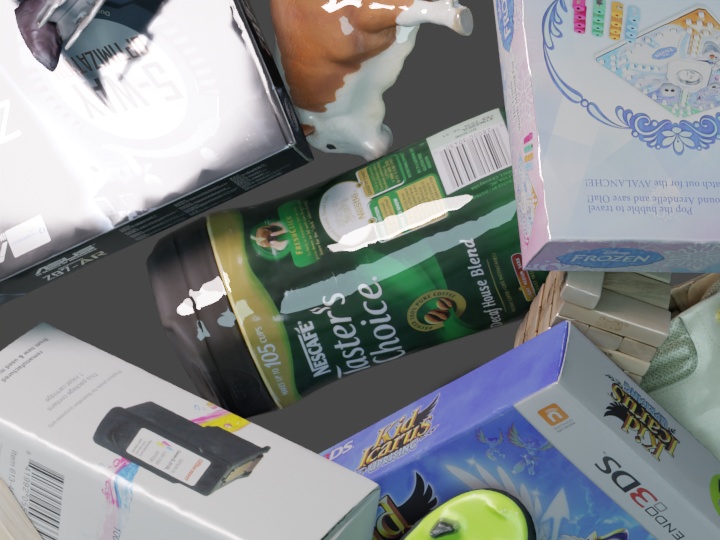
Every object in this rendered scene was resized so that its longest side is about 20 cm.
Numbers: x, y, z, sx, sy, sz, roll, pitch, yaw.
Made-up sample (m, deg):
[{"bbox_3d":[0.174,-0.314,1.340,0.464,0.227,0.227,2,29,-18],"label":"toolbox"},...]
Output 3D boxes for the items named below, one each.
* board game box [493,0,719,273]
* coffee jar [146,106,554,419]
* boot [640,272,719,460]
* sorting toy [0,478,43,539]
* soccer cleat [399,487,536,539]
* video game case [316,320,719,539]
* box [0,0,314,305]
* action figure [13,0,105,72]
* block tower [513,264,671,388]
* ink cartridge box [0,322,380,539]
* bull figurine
[{"bbox_3d":[0.165,-0.097,1.397,0.199,0.043,0.200,1,67,-16],"label":"board game box"},{"bbox_3d":[0.000,0.000,1.451,0.199,0.086,0.104,-20,143,3],"label":"coffee jar"},{"bbox_3d":[0.216,0.069,1.490,0.199,0.072,0.155,-21,98,3],"label":"boot"},{"bbox_3d":[-0.204,0.229,1.425,0.198,0.070,0.200,-29,98,32],"label":"sorting toy"},{"bbox_3d":[0.032,0.180,1.423,0.067,0.081,0.200,31,116,12],"label":"soccer cleat"},{"bbox_3d":[0.083,0.131,1.437,0.200,0.046,0.181,-30,119,35],"label":"video game case"},{"bbox_3d":[-0.144,-0.086,1.428,0.199,0.044,0.161,-24,78,7],"label":"box"},{"bbox_3d":[-0.095,-0.189,1.366,0.200,0.069,0.130,-43,104,12],"label":"action figure"},{"bbox_3d":[0.093,0.064,1.442,0.058,0.054,0.200,18,134,-6],"label":"block tower"},{"bbox_3d":[-0.100,0.137,1.423,0.199,0.083,0.146,24,127,21],"label":"ink cartridge box"},{"bbox_3d":[-0.002,-0.151,1.429,0.121,0.065,0.201,-11,96,29],"label":"bull figurine"}]
